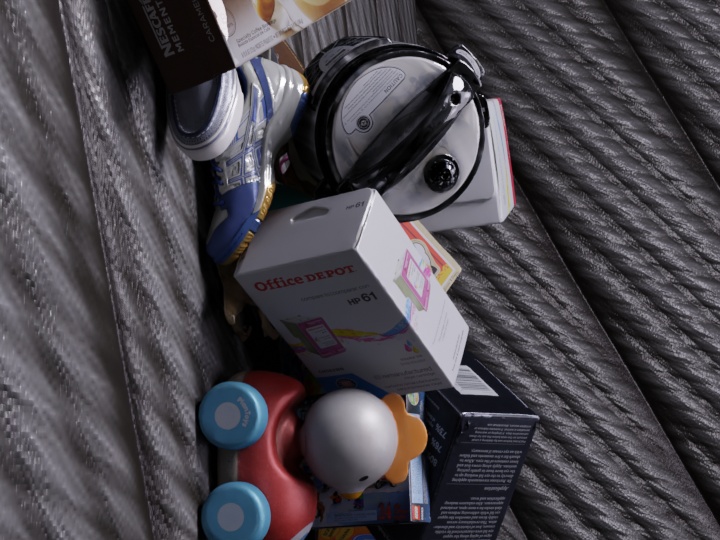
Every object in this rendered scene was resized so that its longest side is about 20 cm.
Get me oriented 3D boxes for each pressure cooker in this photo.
[{"bbox_3d":[0.031,-0.140,1.229,0.200,0.176,0.178,-136,-132,-70],"label":"pressure cooker"}]

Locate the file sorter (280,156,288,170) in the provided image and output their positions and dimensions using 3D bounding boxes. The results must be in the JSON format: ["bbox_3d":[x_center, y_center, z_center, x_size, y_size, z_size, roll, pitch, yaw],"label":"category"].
[{"bbox_3d":[-0.029,-0.103,1.547,0.126,0.137,0.201,75,14,-46],"label":"file sorter"}]

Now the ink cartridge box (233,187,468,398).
[{"bbox_3d":[-0.006,0.030,1.199,0.201,0.143,0.085,55,38,-33],"label":"ink cartridge box"}]

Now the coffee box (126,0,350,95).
[{"bbox_3d":[-0.097,-0.240,1.029,0.200,0.079,0.115,-41,112,-49],"label":"coffee box"}]

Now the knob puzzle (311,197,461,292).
[{"bbox_3d":[0.000,0.000,1.333,0.030,0.217,0.223,-1,-87,64],"label":"knob puzzle"}]

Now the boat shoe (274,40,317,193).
[{"bbox_3d":[-0.058,-0.188,1.378,0.074,0.075,0.204,-8,67,-46],"label":"boat shoe"}]

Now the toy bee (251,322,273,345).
[{"bbox_3d":[-0.067,-0.020,1.375,0.109,0.130,0.200,60,26,-9],"label":"toy bee"}]

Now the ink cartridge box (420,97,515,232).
[{"bbox_3d":[0.105,-0.129,1.522,0.200,0.144,0.146,-41,123,-76],"label":"ink cartridge box"}]

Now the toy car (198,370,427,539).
[{"bbox_3d":[-0.035,0.182,1.187,0.184,0.198,0.179,41,46,-77],"label":"toy car"}]

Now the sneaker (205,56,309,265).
[{"bbox_3d":[-0.122,-0.108,1.188,0.075,0.087,0.202,-2,-111,65],"label":"sneaker"}]

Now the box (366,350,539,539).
[{"bbox_3d":[0.084,0.204,1.322,0.148,0.103,0.202,45,-57,54],"label":"box"}]

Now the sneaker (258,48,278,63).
[{"bbox_3d":[-0.124,-0.226,1.248,0.201,0.074,0.107,75,1,-49],"label":"sneaker"}]

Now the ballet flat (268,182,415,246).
[{"bbox_3d":[-0.038,-0.025,1.267,0.068,0.198,0.071,-57,167,-48],"label":"ballet flat"}]

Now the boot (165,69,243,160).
[{"bbox_3d":[-0.149,-0.199,1.068,0.090,0.072,0.202,50,32,-57],"label":"boot"}]

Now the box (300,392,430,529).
[{"bbox_3d":[-0.021,0.196,1.290,0.038,0.198,0.138,15,68,-52],"label":"box"}]

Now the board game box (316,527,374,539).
[{"bbox_3d":[0.046,0.263,1.566,0.201,0.197,0.202,95,-3,-59],"label":"board game box"}]

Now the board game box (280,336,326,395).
[{"bbox_3d":[-0.042,0.138,1.410,0.151,0.046,0.202,-27,-118,61],"label":"board game box"}]

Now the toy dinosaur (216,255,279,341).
[{"bbox_3d":[-0.120,0.024,1.235,0.201,0.058,0.102,-86,154,-56],"label":"toy dinosaur"}]

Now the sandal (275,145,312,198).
[{"bbox_3d":[-0.081,-0.135,1.432,0.077,0.070,0.213,0,60,-46],"label":"sandal"}]
